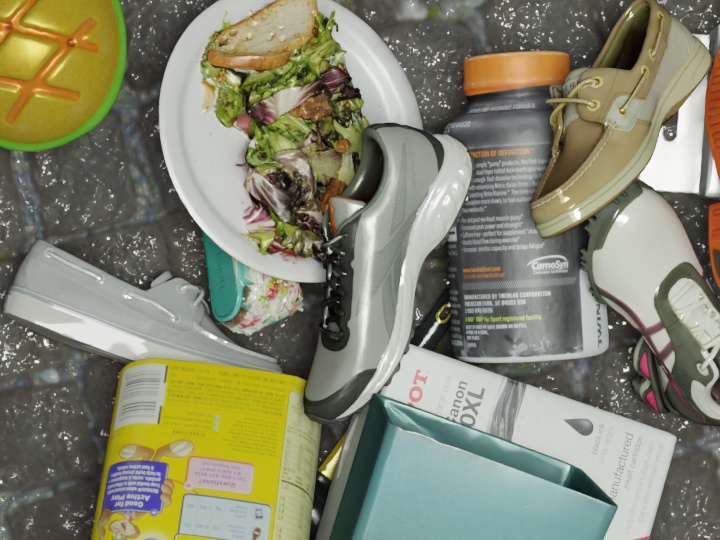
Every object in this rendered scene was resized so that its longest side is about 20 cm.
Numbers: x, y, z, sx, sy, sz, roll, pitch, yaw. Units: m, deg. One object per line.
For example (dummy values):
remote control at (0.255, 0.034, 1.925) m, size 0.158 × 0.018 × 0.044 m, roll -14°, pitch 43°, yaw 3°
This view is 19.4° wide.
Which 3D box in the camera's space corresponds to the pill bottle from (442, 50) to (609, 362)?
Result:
pill bottle at (0.107, -0.043, 1.384) m, size 0.106 × 0.106 × 0.201 m, roll -3°, pitch 92°, yaw 4°

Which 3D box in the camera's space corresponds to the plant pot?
plant pot at (0.044, 0.198, 1.257) m, size 0.141 × 0.141 × 0.201 m, roll 19°, pitch 93°, yaw -5°

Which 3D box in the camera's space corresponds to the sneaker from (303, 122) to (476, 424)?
sneaker at (0.000, 0.000, 1.337) m, size 0.079 × 0.074 × 0.201 m, roll 21°, pitch 88°, yaw -28°

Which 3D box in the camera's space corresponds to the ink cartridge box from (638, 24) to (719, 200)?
ink cartridge box at (0.287, -0.101, 1.390) m, size 0.199 × 0.067 × 0.118 m, roll 4°, pitch 93°, yaw 4°

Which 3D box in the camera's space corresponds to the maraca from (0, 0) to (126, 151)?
maraca at (-0.232, -0.178, 1.403) m, size 0.136 × 0.107 × 0.201 m, roll -19°, pitch 90°, yaw -3°

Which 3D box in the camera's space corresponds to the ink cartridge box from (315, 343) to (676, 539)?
ink cartridge box at (0.086, 0.148, 1.376) m, size 0.199 × 0.083 × 0.146 m, roll 19°, pitch 79°, yaw -6°

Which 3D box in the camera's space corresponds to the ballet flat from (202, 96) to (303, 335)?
ballet flat at (-0.077, -0.055, 1.419) m, size 0.064 × 0.076 × 0.201 m, roll -1°, pitch 82°, yaw -34°

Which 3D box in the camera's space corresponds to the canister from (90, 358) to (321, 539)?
canister at (-0.100, 0.163, 1.339) m, size 0.148 × 0.087 × 0.201 m, roll 8°, pitch 56°, yaw -2°

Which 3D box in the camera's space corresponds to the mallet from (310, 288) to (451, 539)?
mallet at (-0.002, 0.093, 1.434) m, size 0.066 × 0.041 × 0.201 m, roll 29°, pitch 89°, yaw -1°

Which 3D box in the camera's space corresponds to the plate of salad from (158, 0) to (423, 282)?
plate of salad at (-0.038, -0.093, 1.379) m, size 0.199 × 0.048 × 0.201 m, roll 8°, pitch 75°, yaw -30°

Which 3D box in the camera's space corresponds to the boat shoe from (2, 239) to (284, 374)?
boat shoe at (-0.140, 0.033, 1.427) m, size 0.199 × 0.072 × 0.069 m, roll 18°, pitch 80°, yaw 5°

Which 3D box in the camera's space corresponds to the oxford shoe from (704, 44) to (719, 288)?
oxford shoe at (0.266, -0.082, 1.335) m, size 0.073 × 0.071 × 0.201 m, roll 3°, pitch 91°, yaw -24°

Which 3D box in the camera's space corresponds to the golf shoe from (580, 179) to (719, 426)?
golf shoe at (0.206, 0.022, 1.344) m, size 0.077 × 0.088 × 0.200 m, roll -44°, pitch 132°, yaw -17°

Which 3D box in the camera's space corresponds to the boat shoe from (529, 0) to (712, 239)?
boat shoe at (0.150, -0.098, 1.314) m, size 0.074 × 0.200 × 0.066 m, roll -25°, pitch 111°, yaw 46°
